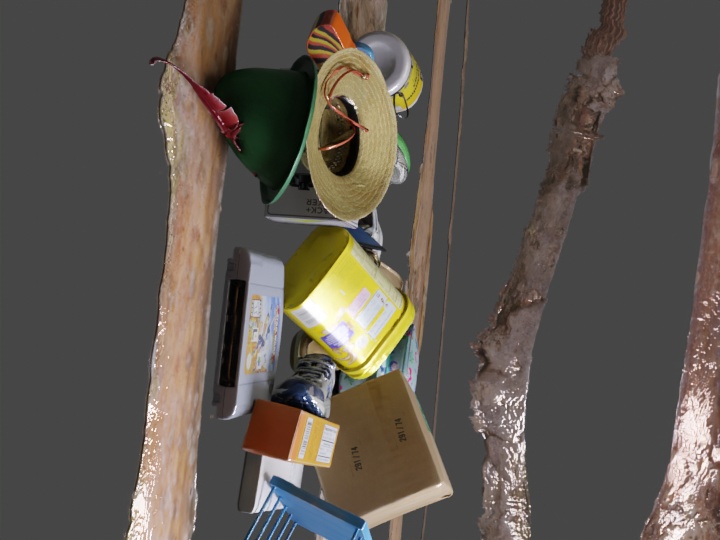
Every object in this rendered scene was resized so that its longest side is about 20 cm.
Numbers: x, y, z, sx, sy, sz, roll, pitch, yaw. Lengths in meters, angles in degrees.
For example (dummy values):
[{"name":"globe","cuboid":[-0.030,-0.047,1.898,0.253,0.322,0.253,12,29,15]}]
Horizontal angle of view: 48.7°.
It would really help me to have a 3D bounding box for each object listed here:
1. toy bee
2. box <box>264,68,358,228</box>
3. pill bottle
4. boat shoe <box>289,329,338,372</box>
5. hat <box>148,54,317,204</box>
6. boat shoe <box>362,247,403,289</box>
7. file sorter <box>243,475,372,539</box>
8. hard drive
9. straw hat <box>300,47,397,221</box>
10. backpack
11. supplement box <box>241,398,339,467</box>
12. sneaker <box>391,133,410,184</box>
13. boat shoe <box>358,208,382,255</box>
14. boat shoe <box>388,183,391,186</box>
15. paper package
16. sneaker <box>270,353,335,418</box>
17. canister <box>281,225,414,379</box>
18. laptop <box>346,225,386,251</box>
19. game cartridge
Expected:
[{"name":"toy bee","cuboid":[-0.029,-0.285,1.191,0.201,0.108,0.131,61,36,-21]},{"name":"box","cuboid":[-0.055,-0.161,1.052,0.060,0.116,0.201,17,79,-76]},{"name":"pill bottle","cuboid":[0.050,-0.346,1.419,0.200,0.112,0.113,-1,96,-76]},{"name":"boat shoe","cuboid":[-0.049,0.129,1.252,0.200,0.076,0.072,9,89,-74]},{"name":"hat","cuboid":[-0.153,-0.179,0.853,0.200,0.175,0.166,128,-33,-47]},{"name":"boat shoe","cuboid":[0.000,0.000,1.226,0.199,0.065,0.073,21,54,-38]},{"name":"file sorter","cuboid":[-0.072,0.389,1.081,0.123,0.138,0.200,-60,160,-25]},{"name":"hard drive","cuboid":[-0.118,0.270,1.127,0.200,0.026,0.133,47,49,-71]},{"name":"straw hat","cuboid":[-0.039,-0.164,0.960,0.201,0.085,0.202,-17,111,-54]},{"name":"backpack","cuboid":[0.030,0.188,1.473,0.178,0.150,0.201,80,25,-49]},{"name":"supplement box","cuboid":[-0.085,0.217,1.038,0.200,0.066,0.069,58,44,-69]},{"name":"sneaker","cuboid":[0.017,-0.207,1.335,0.200,0.078,0.086,44,39,-41]},{"name":"boat shoe","cuboid":[-0.003,-0.095,1.385,0.065,0.074,0.203,24,67,-69]},{"name":"boat shoe","cuboid":[0.028,-0.208,1.475,0.068,0.072,0.200,-63,160,-2]},{"name":"paper package","cuboid":[0.023,0.289,1.254,0.104,0.190,0.201,67,1,-61]},{"name":"sneaker","cuboid":[-0.073,0.152,1.094,0.200,0.077,0.086,86,20,-79]},{"name":"canister","cuboid":[-0.023,0.045,1.131,0.149,0.086,0.200,-52,135,-11]},{"name":"laptop","cuboid":[-0.019,-0.136,1.233,0.177,0.103,0.201,5,90,-77]},{"name":"game cartridge","cuboid":[-0.134,0.077,0.982,0.133,0.041,0.201,14,81,-72]}]
